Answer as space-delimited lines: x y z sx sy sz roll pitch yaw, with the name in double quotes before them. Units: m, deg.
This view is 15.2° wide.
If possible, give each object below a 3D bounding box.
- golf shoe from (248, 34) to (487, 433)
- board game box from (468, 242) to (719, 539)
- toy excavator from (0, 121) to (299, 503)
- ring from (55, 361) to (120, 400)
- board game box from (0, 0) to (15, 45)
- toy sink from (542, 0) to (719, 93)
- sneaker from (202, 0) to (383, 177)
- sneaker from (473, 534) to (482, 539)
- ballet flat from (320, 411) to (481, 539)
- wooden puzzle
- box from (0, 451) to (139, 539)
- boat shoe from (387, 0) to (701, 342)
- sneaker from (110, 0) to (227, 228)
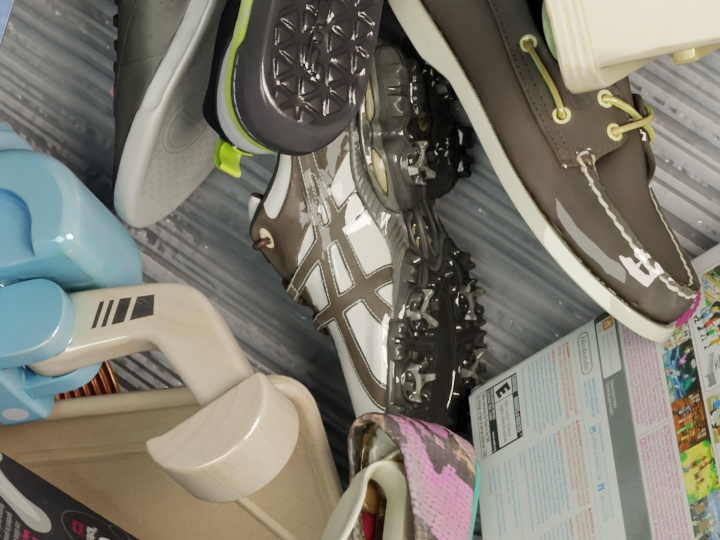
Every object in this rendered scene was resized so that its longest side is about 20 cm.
"golf shoe" 0.000 0.000 1.165 0.094 0.078 0.202 -1 92 29
"board game box" 0.143 0.069 1.072 0.199 0.148 0.064 -32 129 26
"toy excavator" -0.125 0.015 1.157 0.199 0.100 0.196 -14 58 21
"ring" -0.201 0.082 1.293 0.199 0.019 0.202 5 102 22
"board game box" -0.139 -0.196 1.142 0.034 0.136 0.201 17 110 -10
"toy sink" 0.127 -0.139 1.044 0.199 0.130 0.113 -10 98 24
"sneaker" -0.025 -0.137 1.119 0.083 0.071 0.201 -8 59 61
"sneaker" 0.094 0.190 1.155 0.199 0.087 0.075 25 108 15
"ballet flat" 0.011 0.144 1.056 0.071 0.201 0.069 22 141 -27
"wooden puzzle" -0.070 0.139 1.219 0.184 0.037 0.201 -7 111 34
"box" -0.188 0.134 1.132 0.199 0.122 0.106 33 103 -13
"boat shoe" 0.082 -0.064 1.092 0.061 0.072 0.202 -41 66 19
"sneaker" -0.093 -0.124 1.180 0.099 0.071 0.201 29 115 27
